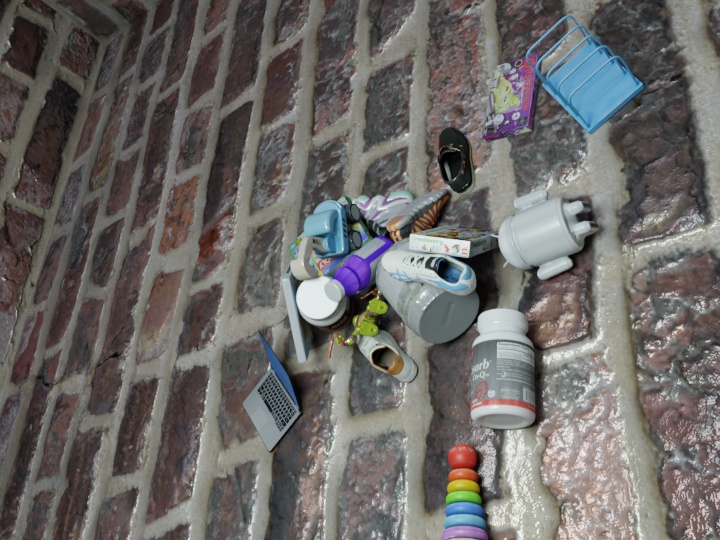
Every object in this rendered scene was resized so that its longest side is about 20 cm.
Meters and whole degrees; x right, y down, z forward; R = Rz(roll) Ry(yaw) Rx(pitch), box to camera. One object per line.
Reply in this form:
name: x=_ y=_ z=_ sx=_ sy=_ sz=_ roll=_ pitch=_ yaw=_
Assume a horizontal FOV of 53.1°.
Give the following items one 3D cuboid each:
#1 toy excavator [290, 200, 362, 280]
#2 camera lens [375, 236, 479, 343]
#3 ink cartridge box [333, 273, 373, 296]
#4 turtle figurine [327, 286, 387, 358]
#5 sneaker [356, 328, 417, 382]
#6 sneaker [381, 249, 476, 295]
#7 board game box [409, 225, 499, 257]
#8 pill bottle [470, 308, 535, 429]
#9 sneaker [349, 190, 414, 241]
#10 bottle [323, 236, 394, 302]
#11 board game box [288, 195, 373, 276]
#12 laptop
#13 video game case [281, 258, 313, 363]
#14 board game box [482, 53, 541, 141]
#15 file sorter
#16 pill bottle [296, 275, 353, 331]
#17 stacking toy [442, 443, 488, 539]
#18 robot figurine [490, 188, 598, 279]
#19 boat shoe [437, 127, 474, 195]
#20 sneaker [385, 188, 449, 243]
toy excavator: x=-0.089 y=-0.068 z=1.607 sx=0.100 sy=0.200 sz=0.195 roll=-12 pitch=77 yaw=32
camera lens: x=0.136 y=0.036 z=1.509 sx=0.160 sy=0.160 sz=0.200 roll=-48 pitch=43 yaw=10
ink cartridge box: x=-0.006 y=-0.019 z=1.744 sx=0.117 sy=0.067 sz=0.200 roll=-53 pitch=41 yaw=4
turtle figurine: x=0.007 y=0.118 z=1.580 sx=0.200 sy=0.064 sz=0.161 roll=-51 pitch=6 yaw=-13
sneaker: x=0.040 y=0.169 z=1.577 sx=0.200 sy=0.085 sz=0.073 roll=31 pitch=90 yaw=51
sneaker: x=0.129 y=-0.008 z=1.387 sx=0.199 sy=0.073 sz=0.072 roll=15 pitch=59 yaw=28
board game box: x=0.197 y=-0.061 z=1.468 sx=0.126 sy=0.200 sz=0.035 roll=9 pitch=102 yaw=27
pill bottle: x=0.263 y=0.182 z=1.334 sx=0.116 sy=0.116 sz=0.201 roll=-17 pitch=55 yaw=36
sneaker: x=0.034 y=-0.110 z=1.722 sx=0.199 sy=0.078 sz=0.140 roll=-12 pitch=54 yaw=19
bottle: x=0.000 y=0.000 z=1.558 sx=0.065 sy=0.084 sz=0.200 roll=30 pitch=45 yaw=23
board game box: x=-0.074 y=-0.065 z=1.735 sx=0.200 sy=0.029 sz=0.135 roll=-41 pitch=61 yaw=21
laptop: x=-0.230 y=0.290 z=1.736 sx=0.200 sy=0.116 sz=0.187 roll=-51 pitch=42 yaw=7
video game case: x=-0.144 y=0.090 z=1.683 sx=0.022 sy=0.201 sz=0.182 roll=-9 pitch=14 yaw=4
board game box: x=0.351 y=-0.399 z=1.668 sx=0.120 sy=0.032 sz=0.201 roll=-5 pitch=63 yaw=37
file sorter: x=0.458 y=-0.414 z=1.503 sx=0.139 sy=0.123 sz=0.200 roll=-42 pitch=44 yaw=17
pill bottle: x=-0.081 y=0.074 z=1.645 sx=0.114 sy=0.200 sz=0.115 roll=-1 pitch=80 yaw=6
stacking toy: x=0.189 y=0.410 z=1.301 sx=0.085 sy=0.085 sz=0.201 roll=-21 pitch=48 yaw=33
robot figurine: x=0.354 y=-0.070 z=1.401 sx=0.199 sy=0.113 sz=0.170 roll=-22 pitch=76 yaw=32
boat shoe: x=0.217 y=-0.269 z=1.690 sx=0.074 sy=0.063 sz=0.202 roll=-31 pitch=47 yaw=29
sneaker: x=0.146 y=-0.102 z=1.649 sx=0.200 sy=0.112 sz=0.077 roll=-38 pitch=18 yaw=-30
